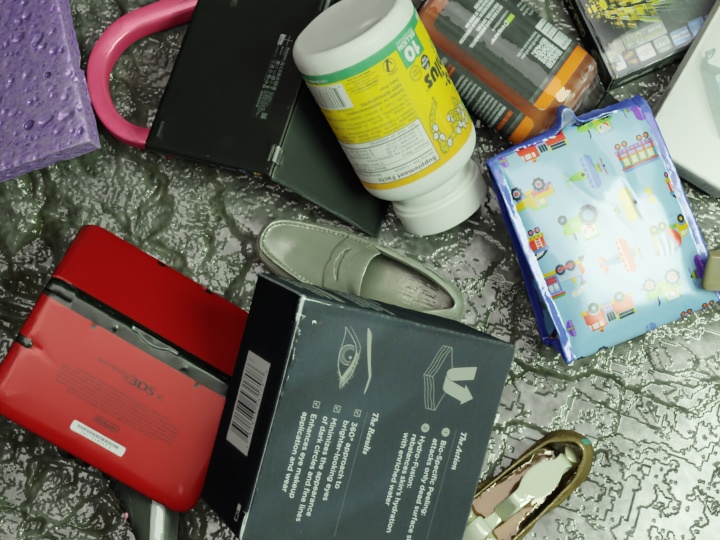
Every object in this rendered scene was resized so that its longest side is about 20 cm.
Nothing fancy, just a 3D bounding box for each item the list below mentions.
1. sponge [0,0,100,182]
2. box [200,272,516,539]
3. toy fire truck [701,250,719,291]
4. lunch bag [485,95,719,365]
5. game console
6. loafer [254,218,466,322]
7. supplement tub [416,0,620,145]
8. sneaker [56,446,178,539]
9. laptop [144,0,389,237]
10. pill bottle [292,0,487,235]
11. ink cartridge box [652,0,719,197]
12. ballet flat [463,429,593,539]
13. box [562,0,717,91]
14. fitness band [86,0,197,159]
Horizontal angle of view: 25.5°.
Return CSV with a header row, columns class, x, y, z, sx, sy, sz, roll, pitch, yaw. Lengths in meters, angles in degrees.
class,x,y,z,sx,sy,sz,roll,pitch,yaw
sponge,-0.312,-0.192,1.465,0.111,0.030,0.202,-17,77,16
box,-0.003,0.125,1.297,0.198,0.117,0.198,14,94,-24
toy fire truck,0.388,-0.054,1.336,0.199,0.128,0.178,-28,117,-40
lunch bag,0.204,-0.045,1.368,0.149,0.094,0.202,-22,102,-4
game console,-0.193,0.081,1.362,0.199,0.119,0.173,30,88,-8
loafer,0.000,0.000,1.408,0.198,0.070,0.070,19,78,5
supplement tub,0.137,-0.179,1.422,0.200,0.107,0.107,38,80,1
sneaker,-0.213,0.175,1.376,0.098,0.071,0.202,-7,71,-1
laptop,-0.061,-0.155,1.445,0.198,0.116,0.189,13,74,19
pill bottle,0.033,-0.133,1.377,0.112,0.113,0.201,-33,118,-6
ink cartridge box,0.370,-0.153,1.422,0.175,0.045,0.201,30,87,-1
ballet flat,0.122,0.207,1.358,0.199,0.072,0.068,-38,79,-7
box,0.286,-0.279,1.477,0.199,0.049,0.162,-23,82,-4
fitness band,-0.154,-0.186,1.474,0.198,0.037,0.145,-18,75,-4
